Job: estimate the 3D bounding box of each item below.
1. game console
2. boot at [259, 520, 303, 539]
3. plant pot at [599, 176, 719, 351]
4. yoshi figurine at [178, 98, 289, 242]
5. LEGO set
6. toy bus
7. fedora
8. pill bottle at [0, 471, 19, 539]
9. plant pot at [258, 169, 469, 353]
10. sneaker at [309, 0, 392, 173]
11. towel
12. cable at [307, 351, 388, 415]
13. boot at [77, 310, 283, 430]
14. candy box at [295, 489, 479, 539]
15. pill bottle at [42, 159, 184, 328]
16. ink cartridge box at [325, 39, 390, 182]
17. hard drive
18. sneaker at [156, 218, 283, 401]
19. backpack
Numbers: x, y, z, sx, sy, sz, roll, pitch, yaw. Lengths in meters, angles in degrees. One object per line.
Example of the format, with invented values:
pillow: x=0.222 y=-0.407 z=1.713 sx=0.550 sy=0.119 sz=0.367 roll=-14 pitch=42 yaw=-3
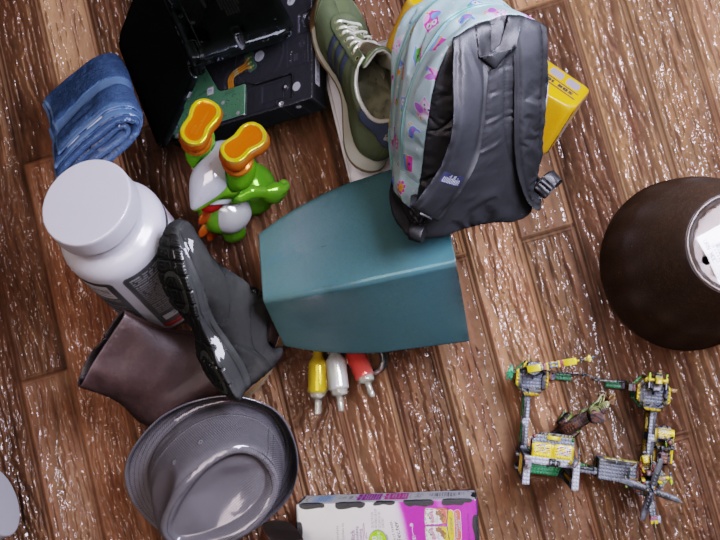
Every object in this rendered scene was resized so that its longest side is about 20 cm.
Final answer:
game console: x=-0.181 y=-0.266 z=1.032 sx=0.173 sy=0.117 sz=0.202 roll=-20 pitch=57 yaw=-12
boot: x=-0.076 y=0.386 z=0.927 sx=0.063 sy=0.186 sz=0.204 roll=5 pitch=101 yaw=-15
plant pot: x=0.346 y=-0.014 z=0.912 sx=0.183 sy=0.200 sz=0.191 roll=0 pitch=86 yaw=7
yoshi figurine: x=-0.135 y=-0.108 z=0.992 sx=0.110 sy=0.201 sz=0.114 roll=-10 pitch=66 yaw=-10
LEGO set: x=0.241 y=0.165 z=0.951 sx=0.196 sy=0.116 sz=0.157 roll=14 pitch=87 yaw=7
toy bus: x=0.127 y=-0.204 z=0.925 sx=0.199 sy=0.078 sz=0.066 roll=36 pitch=134 yaw=8
fedora: x=-0.157 y=0.232 z=0.977 sx=0.198 sy=0.090 sz=0.178 roll=-31 pitch=110 yaw=2
pill bottle: x=-0.493 y=0.298 z=1.031 sx=0.197 sy=0.112 sz=0.114 roll=-25 pitch=83 yaw=4
plant pot: x=0.000 y=0.000 z=0.957 sx=0.196 sy=0.142 sz=0.143 roll=-13 pitch=52 yaw=5
sneaker: x=0.006 y=-0.210 z=0.927 sx=0.066 sy=0.090 sz=0.204 roll=-7 pitch=75 yaw=-26
towel: x=-0.297 y=-0.174 z=1.012 sx=0.111 sy=0.201 sz=0.049 roll=-40 pitch=125 yaw=6
cable: x=-0.031 y=0.055 z=1.027 sx=0.095 sy=0.050 sz=0.204 roll=-17 pitch=83 yaw=4
boot: x=-0.188 y=0.087 z=0.994 sx=0.166 sy=0.072 sz=0.201 roll=36 pitch=98 yaw=-31
candy box: x=0.032 y=0.314 z=0.993 sx=0.196 sy=0.061 sz=0.139 roll=-3 pitch=85 yaw=6
pill bottle: x=-0.246 y=-0.024 z=0.972 sx=0.113 sy=0.201 sz=0.118 roll=-5 pitch=64 yaw=9
ink cartridge box: x=0.071 y=-0.181 z=1.016 sx=0.196 sy=0.084 sz=0.149 roll=-14 pitch=83 yaw=6
hard drive: x=-0.128 y=-0.224 z=1.023 sx=0.197 sy=0.038 sz=0.143 roll=-11 pitch=70 yaw=27
sneaker: x=-0.143 y=0.032 z=0.941 sx=0.090 sy=0.075 sz=0.203 roll=-33 pitch=120 yaw=-26
backpack: x=0.094 y=-0.144 z=0.824 sx=0.164 sy=0.127 sz=0.203 roll=-17 pitch=126 yaw=-25
